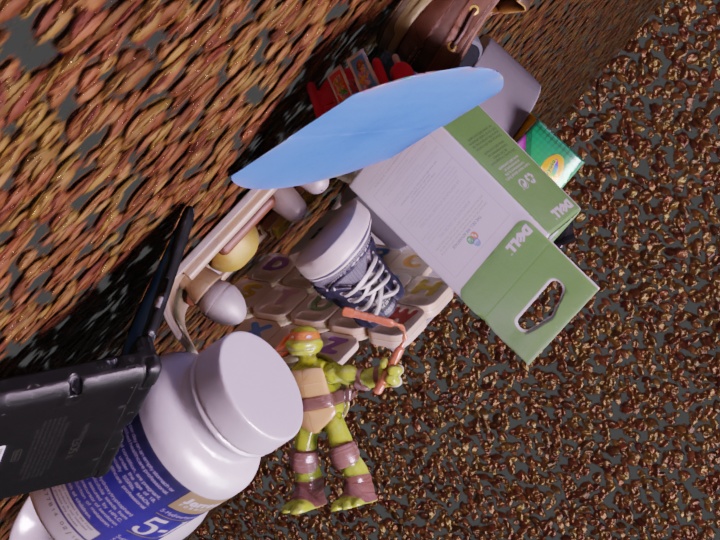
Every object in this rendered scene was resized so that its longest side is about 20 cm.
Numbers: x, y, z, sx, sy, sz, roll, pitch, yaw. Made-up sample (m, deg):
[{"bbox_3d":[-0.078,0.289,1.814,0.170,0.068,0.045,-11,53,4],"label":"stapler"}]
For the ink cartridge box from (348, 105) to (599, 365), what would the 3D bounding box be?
[{"bbox_3d":[0.096,-0.038,1.303,0.059,0.200,0.104,-35,168,-49],"label":"ink cartridge box"}]

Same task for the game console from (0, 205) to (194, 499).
[{"bbox_3d":[-0.197,0.060,1.145,0.175,0.117,0.200,-11,158,-24],"label":"game console"}]

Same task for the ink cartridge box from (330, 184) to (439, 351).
[{"bbox_3d":[0.039,-0.025,1.724,0.084,0.145,0.200,-44,174,-31],"label":"ink cartridge box"}]

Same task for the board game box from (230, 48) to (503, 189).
[{"bbox_3d":[0.001,-0.113,1.182,0.158,0.039,0.200,-10,166,-45],"label":"board game box"}]

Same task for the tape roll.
[{"bbox_3d":[0.070,-0.113,1.519,0.200,0.066,0.200,-48,-171,10],"label":"tape roll"}]

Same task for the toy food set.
[{"bbox_3d":[-0.074,-0.017,1.332,0.200,0.060,0.144,-46,175,-6],"label":"toy food set"}]

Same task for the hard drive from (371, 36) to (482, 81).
[{"bbox_3d":[0.041,-0.151,1.352,0.135,0.042,0.200,-48,175,8],"label":"hard drive"}]

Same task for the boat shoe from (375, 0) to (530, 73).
[{"bbox_3d":[0.099,-0.213,1.222,0.200,0.068,0.072,-46,175,-11],"label":"boat shoe"}]

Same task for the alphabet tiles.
[{"bbox_3d":[-0.024,0.024,1.504,0.196,0.199,0.015,-43,132,-45],"label":"alphabet tiles"}]

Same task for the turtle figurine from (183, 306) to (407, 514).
[{"bbox_3d":[-0.045,0.114,1.391,0.199,0.162,0.064,-8,-178,18],"label":"turtle figurine"}]

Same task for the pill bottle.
[{"bbox_3d":[-0.145,0.131,1.291,0.200,0.120,0.120,-33,-178,28],"label":"pill bottle"}]

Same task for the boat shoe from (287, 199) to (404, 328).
[{"bbox_3d":[0.000,0.000,1.365,0.075,0.093,0.200,-47,-173,-1],"label":"boat shoe"}]

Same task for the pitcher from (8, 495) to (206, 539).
[{"bbox_3d":[-0.207,0.181,1.532,0.200,0.121,0.172,-15,134,-59],"label":"pitcher"}]

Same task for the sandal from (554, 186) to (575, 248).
[{"bbox_3d":[0.151,-0.018,1.473,0.075,0.048,0.201,-45,-173,27],"label":"sandal"}]

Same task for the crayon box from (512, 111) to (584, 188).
[{"bbox_3d":[0.128,-0.084,1.522,0.119,0.058,0.200,-48,-172,8],"label":"crayon box"}]
